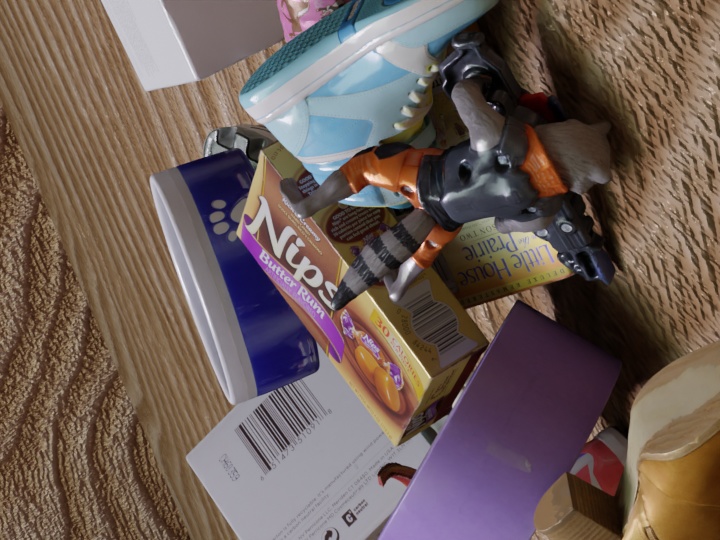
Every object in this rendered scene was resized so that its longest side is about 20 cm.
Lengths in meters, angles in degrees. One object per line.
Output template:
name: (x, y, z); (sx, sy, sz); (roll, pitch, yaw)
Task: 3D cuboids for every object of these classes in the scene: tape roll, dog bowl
tape roll: (0.092, 0.126, 1.250); (0.085, 0.201, 0.200); (30, 161, 3)
dog bowl: (-0.104, 0.004, 1.518); (0.200, 0.078, 0.201); (160, 90, -82)

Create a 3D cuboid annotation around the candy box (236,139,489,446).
candy box: (-0.002, 0.009, 1.275); (0.200, 0.056, 0.117); (52, 153, 15)

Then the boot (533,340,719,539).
boot: (0.217, 0.132, 1.118); (0.144, 0.201, 0.071); (30, -145, -22)

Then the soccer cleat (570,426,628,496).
soccer cleat: (0.179, 0.200, 1.366); (0.068, 0.073, 0.201); (46, 159, 43)

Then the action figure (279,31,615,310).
action figure: (0.077, -0.032, 1.130); (0.200, 0.193, 0.105); (49, -146, -25)

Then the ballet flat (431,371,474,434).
ballet flat: (0.086, 0.109, 1.531); (0.200, 0.067, 0.064); (21, 129, 67)

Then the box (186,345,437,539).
box: (-0.017, 0.187, 1.694); (0.200, 0.199, 0.131); (50, -170, 33)

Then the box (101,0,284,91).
box: (-0.124, -0.219, 1.507); (0.098, 0.124, 0.200); (64, 164, -11)

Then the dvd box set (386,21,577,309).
dvd box set: (0.053, -0.072, 1.245); (0.146, 0.029, 0.201); (-20, 101, 43)

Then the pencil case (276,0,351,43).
pencil case: (-0.034, -0.232, 1.272); (0.083, 0.086, 0.201); (20, 139, 40)

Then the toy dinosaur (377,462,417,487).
toy dinosaur: (0.097, 0.233, 1.568); (0.105, 0.199, 0.183); (-111, 25, -66)

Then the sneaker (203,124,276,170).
sneaker: (-0.034, -0.078, 1.600); (0.200, 0.088, 0.074); (34, 123, 24)

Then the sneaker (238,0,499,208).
sneaker: (0.033, -0.114, 1.173); (0.199, 0.080, 0.131); (-26, 111, 34)
